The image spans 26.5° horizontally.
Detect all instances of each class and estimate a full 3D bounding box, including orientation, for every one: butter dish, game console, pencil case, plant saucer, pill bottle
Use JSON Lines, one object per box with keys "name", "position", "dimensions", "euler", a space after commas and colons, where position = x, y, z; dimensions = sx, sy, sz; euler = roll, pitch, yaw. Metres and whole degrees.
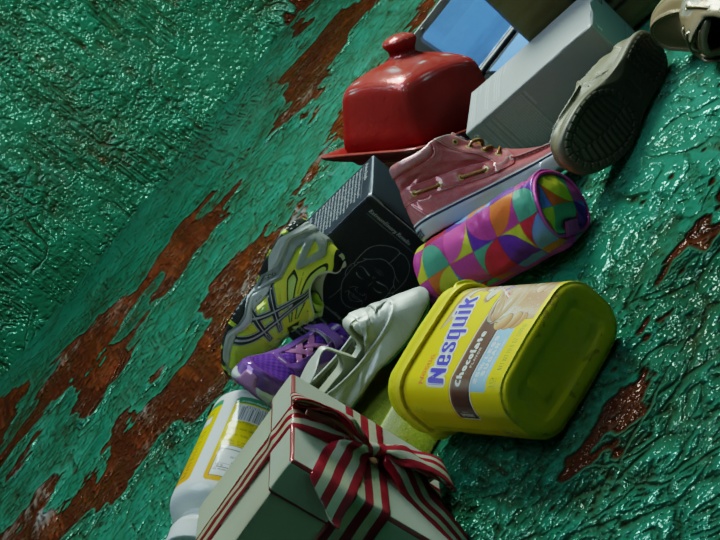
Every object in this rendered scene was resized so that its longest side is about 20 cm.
{"name": "butter dish", "position": [0.063, -0.220, 1.890], "dimensions": [0.199, 0.149, 0.199], "euler": [-21, 13, -36]}
{"name": "game console", "position": [0.180, -0.332, 2.022], "dimensions": [0.200, 0.116, 0.176], "euler": [-53, 17, -5]}
{"name": "pencil case", "position": [0.141, -0.026, 1.556], "dimensions": [0.200, 0.088, 0.089], "euler": [-36, 22, 44]}
{"name": "plant saucer", "position": [0.027, 0.136, 1.558], "dimensions": [0.199, 0.048, 0.201], "euler": [-19, 35, 59]}
{"name": "pill bottle", "position": [-0.140, 0.237, 1.660], "dimensions": [0.113, 0.113, 0.201], "euler": [-35, 23, 40]}

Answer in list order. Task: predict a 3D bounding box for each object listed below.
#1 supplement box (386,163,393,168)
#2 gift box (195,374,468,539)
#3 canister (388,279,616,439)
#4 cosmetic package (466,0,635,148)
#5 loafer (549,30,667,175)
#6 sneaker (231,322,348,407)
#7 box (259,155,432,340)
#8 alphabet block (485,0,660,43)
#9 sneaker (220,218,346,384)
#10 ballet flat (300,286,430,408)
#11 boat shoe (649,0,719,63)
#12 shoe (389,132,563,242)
{"name": "supplement box", "position": [-0.003, -0.062, 2.000], "dimensions": [0.201, 0.069, 0.067], "euler": [-56, 9, -12]}
{"name": "gift box", "position": [-0.024, 0.222, 1.305], "dimensions": [0.187, 0.184, 0.200], "euler": [-55, 19, 16]}
{"name": "canister", "position": [0.125, 0.079, 1.369], "dimensions": [0.149, 0.086, 0.200], "euler": [-56, 20, -18]}
{"name": "cosmetic package", "position": [0.218, -0.214, 1.743], "dimensions": [0.200, 0.090, 0.107], "euler": [-37, 21, 30]}
{"name": "loafer", "position": [0.252, -0.166, 1.585], "dimensions": [0.200, 0.076, 0.067], "euler": [-49, 14, -31]}
{"name": "sneaker", "position": [-0.055, 0.095, 1.619], "dimensions": [0.200, 0.080, 0.089], "euler": [1, -57, -55]}
{"name": "box", "position": [0.000, 0.000, 1.734], "dimensions": [0.200, 0.148, 0.107], "euler": [-43, 19, 22]}
{"name": "alphabet block", "position": [0.254, -0.383, 1.810], "dimensions": [0.200, 0.196, 0.196], "euler": [-42, 21, 24]}
{"name": "sneaker", "position": [-0.086, 0.045, 1.653], "dimensions": [0.201, 0.076, 0.075], "euler": [-62, -12, 21]}
{"name": "ballet flat", "position": [-0.007, 0.085, 1.553], "dimensions": [0.200, 0.069, 0.069], "euler": [-52, 17, -6]}
{"name": "boat shoe", "position": [0.345, -0.242, 1.503], "dimensions": [0.065, 0.071, 0.200], "euler": [-55, 19, -17]}
{"name": "shoe", "position": [0.132, -0.114, 1.623], "dimensions": [0.199, 0.091, 0.071], "euler": [-27, -7, -4]}
